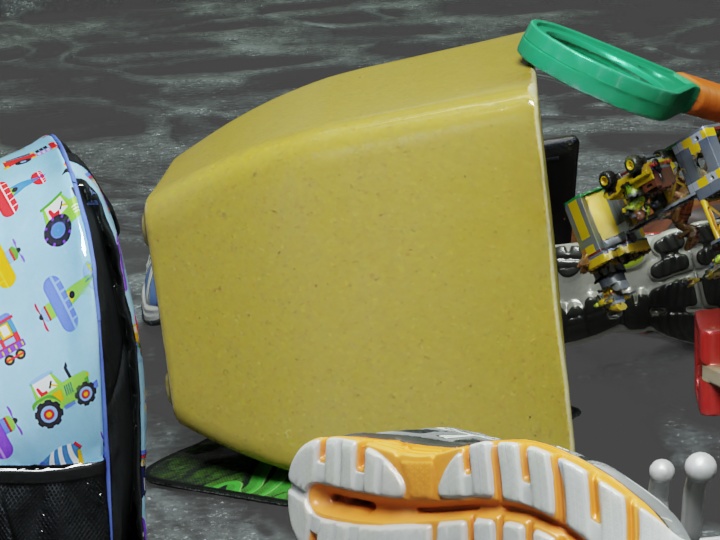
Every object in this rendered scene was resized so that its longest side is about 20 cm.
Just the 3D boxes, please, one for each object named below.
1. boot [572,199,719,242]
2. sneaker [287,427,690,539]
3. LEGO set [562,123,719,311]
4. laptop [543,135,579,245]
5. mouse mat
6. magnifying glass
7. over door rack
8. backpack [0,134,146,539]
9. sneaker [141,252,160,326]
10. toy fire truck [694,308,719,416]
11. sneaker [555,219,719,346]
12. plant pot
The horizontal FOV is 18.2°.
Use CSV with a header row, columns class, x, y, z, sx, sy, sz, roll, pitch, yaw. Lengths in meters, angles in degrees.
class,x,y,z,sx,sy,sz,roll,pitch,yaw
boot,0.249,-0.028,1.532,0.188,0.069,0.200,-16,11,-22
sneaker,0.063,0.102,0.956,0.200,0.078,0.077,12,10,41
LEGO set,0.217,-0.013,1.197,0.200,0.116,0.154,-9,-15,-45
laptop,0.027,-0.034,1.406,0.187,0.200,0.116,-9,48,-8
mouse mat,0.005,0.088,1.157,0.161,0.008,0.200,6,17,29
magnifying glass,0.151,-0.093,1.138,0.080,0.022,0.200,36,19,35
over door rack,0.212,0.109,0.920,0.148,0.067,0.200,-4,14,-7
backpack,-0.157,0.048,0.935,0.134,0.200,0.183,-5,15,-12
sneaker,-0.107,-0.014,1.431,0.076,0.077,0.200,-7,13,-7
toy fire truck,0.258,0.062,1.136,0.141,0.049,0.200,-3,13,-8
sneaker,0.176,0.005,1.342,0.200,0.077,0.085,1,5,4
plant pot,0.000,0.000,1.134,0.200,0.196,0.194,-7,14,5
